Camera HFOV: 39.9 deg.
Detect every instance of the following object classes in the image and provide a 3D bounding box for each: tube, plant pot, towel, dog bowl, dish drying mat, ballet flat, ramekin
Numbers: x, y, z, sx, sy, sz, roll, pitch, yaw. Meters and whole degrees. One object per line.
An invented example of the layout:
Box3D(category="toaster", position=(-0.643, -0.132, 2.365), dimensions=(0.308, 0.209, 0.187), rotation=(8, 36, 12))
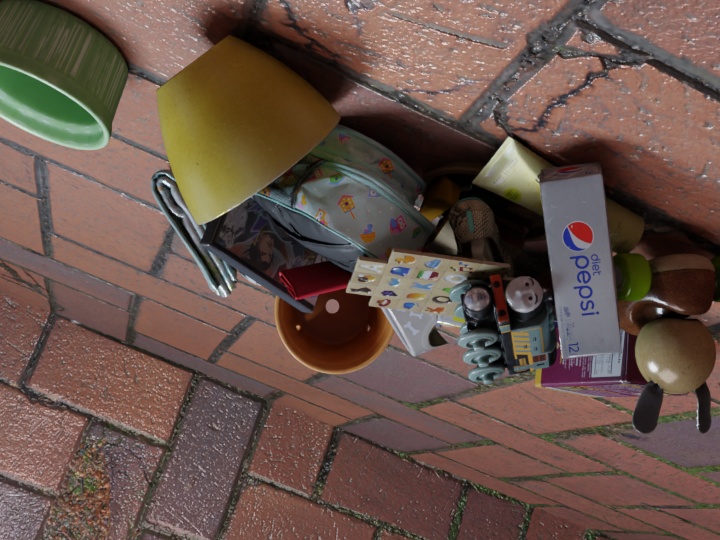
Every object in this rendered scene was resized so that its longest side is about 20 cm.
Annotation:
Box3D(category="tube", position=(0.228, -0.080, 1.125), dimensions=(0.198, 0.059, 0.052), rotation=(27, -179, -15))
Box3D(category="plant pot", position=(-0.141, -0.168, 1.083), dimensions=(0.143, 0.200, 0.199), rotation=(53, 151, -15))
Box3D(category="towel", position=(-0.244, -0.058, 1.469), dimensions=(0.202, 0.048, 0.171), rotation=(62, 175, -8))
Box3D(category="dog bowl", position=(0.056, 0.037, 1.456), dimensions=(0.202, 0.058, 0.200), rotation=(60, 178, 3))
Box3D(category="dish drying mat", position=(0.000, 0.000, 1.266), dimensions=(0.197, 0.018, 0.077), rotation=(-12, -157, -18))
Box3D(category="ballet flat", position=(0.146, -0.007, 1.179), dimensions=(0.067, 0.076, 0.201), rotation=(-11, 149, 12))
Box3D(category="ramekin", position=(-0.385, -0.243, 1.224), dimensions=(0.197, 0.099, 0.200), rotation=(18, 162, 6))
Box3D(category="plant pot", position=(-0.042, 0.061, 1.632), dimensions=(0.197, 0.203, 0.140), rotation=(21, 180, -4))

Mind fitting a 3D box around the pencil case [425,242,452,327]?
Box3D(category="pencil case", position=(0.122, 0.020, 1.485), dimensions=(0.088, 0.079, 0.200), rotation=(0, 158, 12))

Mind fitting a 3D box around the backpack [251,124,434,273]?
Box3D(category="backpack", position=(-0.006, -0.077, 1.192), dimensions=(0.175, 0.154, 0.200), rotation=(38, 179, -42))

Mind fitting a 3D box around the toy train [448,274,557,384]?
Box3D(category="toy train", position=(0.168, 0.064, 1.138), dimensions=(0.112, 0.086, 0.201), rotation=(-12, 152, 7))

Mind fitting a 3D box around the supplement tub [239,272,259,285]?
Box3D(category="supplement tub", position=(-0.151, -0.065, 1.454), dimensions=(0.121, 0.124, 0.200), rotation=(15, 162, 14))

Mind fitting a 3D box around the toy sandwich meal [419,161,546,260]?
Box3D(category="toy sandwich meal", position=(0.152, -0.061, 1.228), dimensions=(0.202, 0.071, 0.206), rotation=(18, 162, 6))

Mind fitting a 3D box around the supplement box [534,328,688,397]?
Box3D(category="supplement box", position=(0.367, 0.127, 1.457), dimensions=(0.129, 0.105, 0.199), rotation=(13, 167, -27))

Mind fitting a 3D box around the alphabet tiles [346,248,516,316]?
Box3D(category="alphabet tiles", position=(0.087, 0.018, 1.147), dimensions=(0.196, 0.006, 0.167), rotation=(7, 157, -6))

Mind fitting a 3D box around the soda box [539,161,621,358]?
Box3D(category="soda box", position=(0.239, -0.011, 1.074), dimensions=(0.067, 0.203, 0.064), rotation=(-7, -164, 14))

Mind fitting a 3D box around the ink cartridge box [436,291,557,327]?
Box3D(category="ink cartridge box", position=(0.232, 0.058, 1.387), dimensions=(0.197, 0.048, 0.197), rotation=(14, -168, 24))

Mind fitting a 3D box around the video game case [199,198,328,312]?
Box3D(category="video game case", position=(-0.101, -0.069, 1.291), dimensions=(0.025, 0.183, 0.199), rotation=(4, 157, 43))

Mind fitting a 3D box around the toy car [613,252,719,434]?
Box3D(category="toy car", position=(0.358, 0.090, 1.164), dimensions=(0.161, 0.204, 0.158), rotation=(1, 167, -17))
